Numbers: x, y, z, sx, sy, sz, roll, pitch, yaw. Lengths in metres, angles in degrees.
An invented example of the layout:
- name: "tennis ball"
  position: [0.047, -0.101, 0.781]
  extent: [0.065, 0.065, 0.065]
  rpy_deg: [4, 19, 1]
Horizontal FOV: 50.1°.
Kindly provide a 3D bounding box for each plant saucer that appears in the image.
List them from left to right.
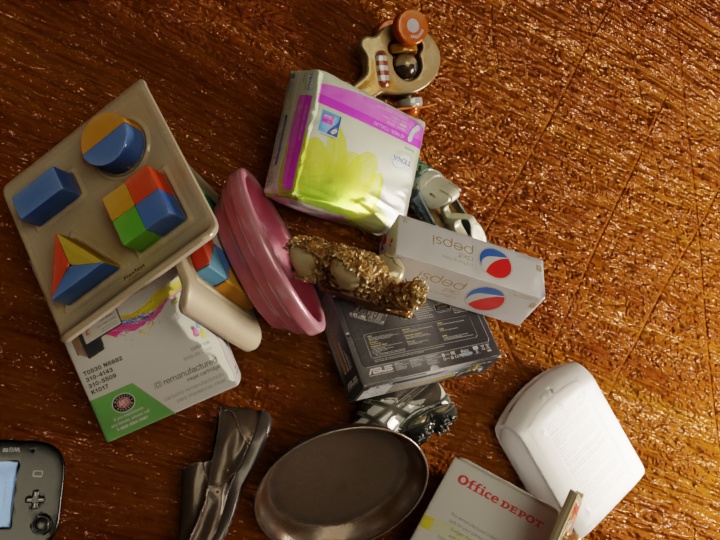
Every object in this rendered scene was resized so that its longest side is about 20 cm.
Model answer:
- name: "plant saucer"
  position: [-0.104, -0.014, 0.853]
  extent: [0.051, 0.201, 0.201]
  rpy_deg: [-26, 94, 4]
- name: "plant saucer"
  position: [-0.022, 0.241, 0.870]
  extent: [0.199, 0.032, 0.201]
  rpy_deg: [-8, 124, -12]

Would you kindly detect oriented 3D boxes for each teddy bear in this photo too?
- name: "teddy bear"
  position: [0.000, 0.000, 0.828]
  extent: [0.200, 0.145, 0.067]
  rpy_deg: [22, 81, -45]

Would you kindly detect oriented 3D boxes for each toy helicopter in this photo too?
- name: "toy helicopter"
  position: [0.026, -0.242, 1.020]
  extent: [0.200, 0.079, 0.133]
  rpy_deg: [-39, 108, -15]

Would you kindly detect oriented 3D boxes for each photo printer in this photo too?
- name: "photo printer"
  position: [0.282, 0.239, 1.054]
  extent: [0.166, 0.069, 0.201]
  rpy_deg: [-34, 96, -27]

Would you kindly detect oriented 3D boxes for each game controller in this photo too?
- name: "game controller"
  position: [-0.392, 0.215, 0.740]
  extent: [0.199, 0.042, 0.105]
  rpy_deg: [8, 78, -26]

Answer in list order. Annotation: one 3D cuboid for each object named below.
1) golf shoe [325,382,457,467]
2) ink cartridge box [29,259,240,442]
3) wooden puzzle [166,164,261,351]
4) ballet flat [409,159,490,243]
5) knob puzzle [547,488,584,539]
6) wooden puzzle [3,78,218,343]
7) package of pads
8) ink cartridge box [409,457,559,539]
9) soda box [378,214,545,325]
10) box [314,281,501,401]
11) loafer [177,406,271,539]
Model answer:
- name: "golf shoe"
  position: [0.017, 0.183, 0.941]
  extent: [0.199, 0.078, 0.095]
  rpy_deg: [-17, 66, -25]
- name: "ink cartridge box"
  position: [-0.230, 0.052, 0.802]
  extent: [0.144, 0.084, 0.201]
  rpy_deg: [-23, 92, -8]
- name: "wooden puzzle"
  position: [-0.159, -0.029, 0.799]
  extent: [0.037, 0.185, 0.201]
  rpy_deg: [-22, 68, 6]
- name: "ballet flat"
  position: [0.120, -0.077, 1.029]
  extent: [0.074, 0.074, 0.200]
  rpy_deg: [-41, 100, -26]
- name: "knob puzzle"
  position: [0.227, 0.356, 0.902]
  extent: [0.030, 0.220, 0.220]
  rpy_deg: [22, 65, 24]
- name: "wooden puzzle"
  position: [-0.245, -0.062, 0.713]
  extent: [0.185, 0.046, 0.200]
  rpy_deg: [-34, 66, 11]
- name: "package of pads"
  position: [-0.014, -0.132, 0.926]
  extent: [0.199, 0.068, 0.155]
  rpy_deg: [14, 88, -45]
- name: "ink cartridge box"
  position: [0.131, 0.350, 0.917]
  extent: [0.145, 0.084, 0.200]
  rpy_deg: [26, 66, 20]
- name: "soda box"
  position: [0.124, 0.001, 0.949]
  extent: [0.199, 0.068, 0.064]
  rpy_deg: [16, 52, -13]
- name: "box"
  position: [0.055, 0.063, 0.954]
  extent: [0.199, 0.048, 0.159]
  rpy_deg: [-9, 62, -28]
- name: "loafer"
  position: [-0.167, 0.238, 0.839]
  extent: [0.071, 0.073, 0.201]
  rpy_deg: [27, 65, -9]
